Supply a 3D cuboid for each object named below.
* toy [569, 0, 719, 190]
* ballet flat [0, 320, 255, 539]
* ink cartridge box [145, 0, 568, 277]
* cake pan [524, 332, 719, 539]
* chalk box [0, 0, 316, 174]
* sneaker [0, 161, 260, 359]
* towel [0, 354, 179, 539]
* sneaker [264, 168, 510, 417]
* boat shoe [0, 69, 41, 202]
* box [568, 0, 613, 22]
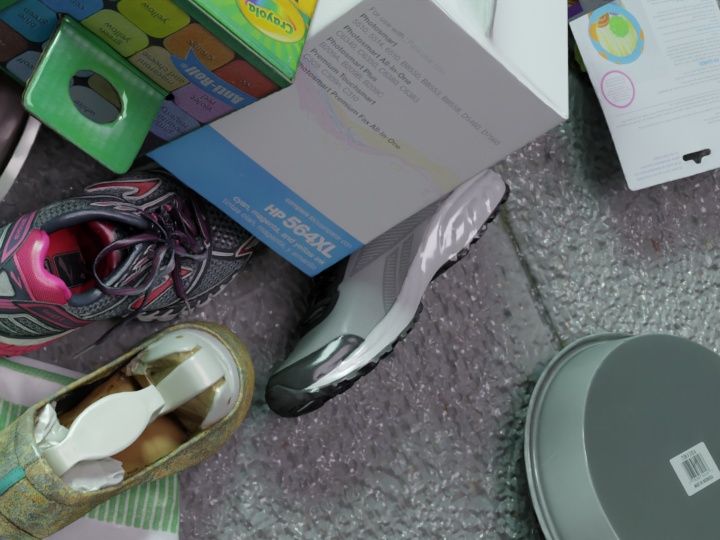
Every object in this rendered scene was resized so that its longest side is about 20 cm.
[{"bbox_3d":[0.162,-0.148,1.324,0.115,0.047,0.201,-15,85,-31],"label":"toy"},{"bbox_3d":[-0.104,0.067,1.062,0.200,0.071,0.071,-31,97,-48],"label":"ballet flat"},{"bbox_3d":[0.010,-0.115,1.098,0.125,0.200,0.129,39,37,-31],"label":"ink cartridge box"},{"bbox_3d":[0.181,0.122,1.255,0.199,0.037,0.201,19,55,-29],"label":"cake pan"},{"bbox_3d":[-0.100,-0.143,1.031,0.125,0.124,0.201,37,50,-32],"label":"chalk box"},{"bbox_3d":[-0.111,-0.009,1.095,0.200,0.075,0.081,-27,93,-45],"label":"sneaker"},{"bbox_3d":[-0.149,0.132,1.042,0.152,0.023,0.201,18,50,-30],"label":"towel"},{"bbox_3d":[0.000,0.000,1.181,0.079,0.074,0.200,41,55,-8],"label":"sneaker"},{"bbox_3d":[-0.181,-0.125,1.085,0.059,0.072,0.201,23,64,-29],"label":"boat shoe"},{"bbox_3d":[0.028,-0.183,1.191,0.199,0.137,0.039,24,66,-27],"label":"box"}]
